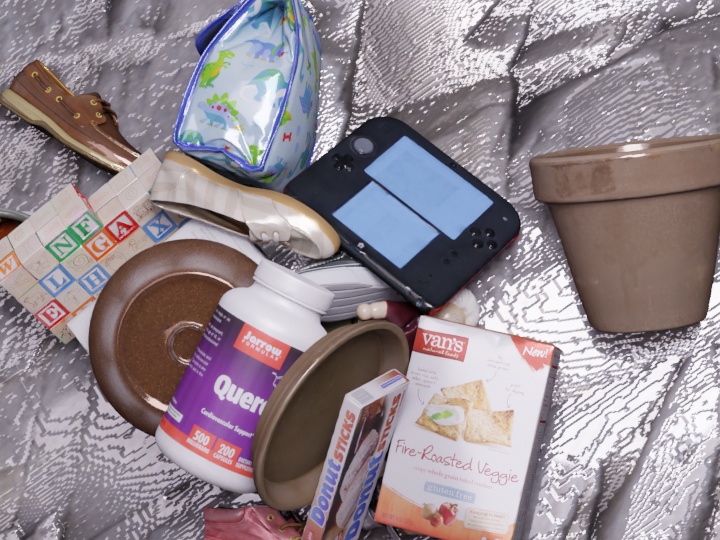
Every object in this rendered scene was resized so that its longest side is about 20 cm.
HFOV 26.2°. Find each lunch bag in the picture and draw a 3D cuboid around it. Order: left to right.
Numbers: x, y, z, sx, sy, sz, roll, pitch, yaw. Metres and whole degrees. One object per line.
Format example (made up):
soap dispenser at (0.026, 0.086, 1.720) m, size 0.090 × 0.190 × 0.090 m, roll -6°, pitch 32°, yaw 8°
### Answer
lunch bag at (-0.100, -0.185, 1.568) m, size 0.127 × 0.170 × 0.201 m, roll 20°, pitch 83°, yaw 10°

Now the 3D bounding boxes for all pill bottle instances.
pill bottle at (-0.101, 0.096, 1.424) m, size 0.112 × 0.112 × 0.201 m, roll 27°, pitch 92°, yaw 13°

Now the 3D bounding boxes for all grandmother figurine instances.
grandmother figurine at (0.034, 0.081, 1.521) m, size 0.199 × 0.122 × 0.061 m, roll -32°, pitch 41°, yaw -18°

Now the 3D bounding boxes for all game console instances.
game console at (0.046, -0.061, 1.543) m, size 0.200 × 0.031 × 0.177 m, roll 38°, pitch 47°, yaw 14°

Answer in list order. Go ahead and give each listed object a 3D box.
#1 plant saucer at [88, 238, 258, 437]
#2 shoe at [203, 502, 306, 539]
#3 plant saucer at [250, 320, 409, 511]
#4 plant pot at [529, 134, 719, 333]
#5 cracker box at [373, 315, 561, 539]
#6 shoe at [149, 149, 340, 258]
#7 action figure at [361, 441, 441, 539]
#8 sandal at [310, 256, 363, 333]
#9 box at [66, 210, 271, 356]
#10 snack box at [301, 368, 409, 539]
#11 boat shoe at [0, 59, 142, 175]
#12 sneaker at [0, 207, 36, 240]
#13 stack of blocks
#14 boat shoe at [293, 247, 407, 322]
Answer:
plant saucer at (-0.164, 0.070, 1.493) m, size 0.199 × 0.037 × 0.202 m, roll 0°, pitch 94°, yaw -5°
shoe at (-0.064, 0.275, 1.523) m, size 0.199 × 0.071 × 0.092 m, roll -2°, pitch 84°, yaw 13°
plant saucer at (-0.030, 0.128, 1.405) m, size 0.029 × 0.200 × 0.201 m, roll 34°, pitch 86°, yaw 28°
plant pot at (0.269, -0.034, 1.483) m, size 0.199 × 0.200 × 0.176 m, roll -6°, pitch 95°, yaw 8°
cracker box at (0.102, 0.154, 1.455) m, size 0.133 × 0.058 × 0.201 m, roll 12°, pitch 86°, yaw 16°
shoe at (-0.114, -0.052, 1.501) m, size 0.199 × 0.070 × 0.054 m, roll 25°, pitch 68°, yaw 13°
action figure at (0.076, 0.203, 1.520) m, size 0.199 × 0.069 × 0.131 m, roll -33°, pitch 83°, yaw 5°
sandal at (-0.029, 0.072, 1.564) m, size 0.079 × 0.057 × 0.203 m, roll -6°, pitch 79°, yaw 8°
box at (-0.175, 0.045, 1.573) m, size 0.200 × 0.097 × 0.125 m, roll -39°, pitch 76°, yaw -1°
snack box at (-0.008, 0.186, 1.441) m, size 0.024 × 0.072 × 0.201 m, roll 34°, pitch 126°, yaw 26°
boat shoe at (-0.294, -0.158, 1.644) m, size 0.199 × 0.072 × 0.068 m, roll 32°, pitch 88°, yaw 16°
sneaker at (-0.414, -0.043, 1.638) m, size 0.199 × 0.079 × 0.075 m, roll 3°, pitch 82°, yaw 11°
stack of blocks at (-0.268, -0.032, 1.587) m, size 0.200 × 0.115 × 0.059 m, roll -39°, pitch 43°, yaw -1°
boat shoe at (0.000, 0.000, 1.542) m, size 0.199 × 0.072 × 0.071 m, roll -7°, pitch 59°, yaw -31°
